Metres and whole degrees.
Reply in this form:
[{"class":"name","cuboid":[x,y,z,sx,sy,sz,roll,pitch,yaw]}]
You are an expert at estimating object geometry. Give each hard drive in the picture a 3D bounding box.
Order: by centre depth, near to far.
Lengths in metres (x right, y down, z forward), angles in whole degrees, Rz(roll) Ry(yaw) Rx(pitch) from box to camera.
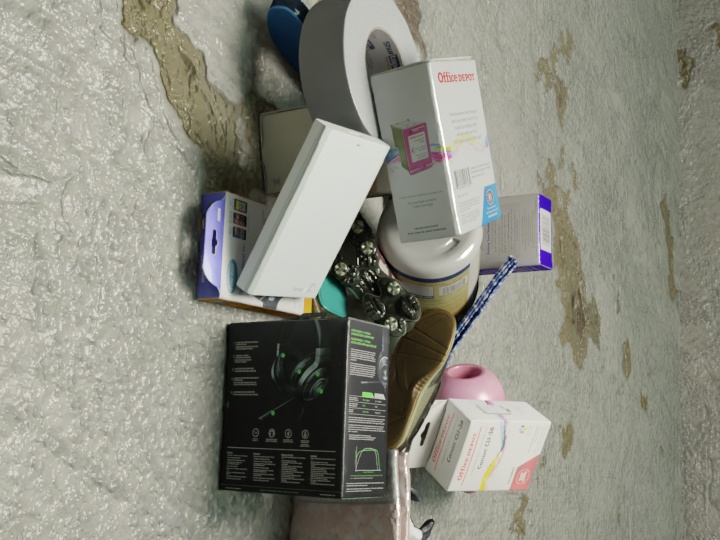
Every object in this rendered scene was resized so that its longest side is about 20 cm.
[{"class":"hard drive","cuboid":[-0.051,-0.064,1.072,0.131,0.026,0.203,5,116,-57]}]

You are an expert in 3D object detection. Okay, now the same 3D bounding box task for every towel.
[{"class":"towel","cuboid":[-0.019,0.305,1.104,0.032,0.198,0.195,13,72,-39]},{"class":"towel","cuboid":[0.166,0.066,1.366,0.202,0.024,0.145,-55,171,5]}]

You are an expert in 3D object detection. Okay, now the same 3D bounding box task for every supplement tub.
[{"class":"supplement tub","cuboid":[0.096,-0.007,1.328,0.201,0.141,0.147,84,20,-57]}]

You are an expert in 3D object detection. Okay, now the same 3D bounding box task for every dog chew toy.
[{"class":"dog chew toy","cuboid":[0.168,0.253,1.496,0.124,0.122,0.205,-30,120,-55]}]

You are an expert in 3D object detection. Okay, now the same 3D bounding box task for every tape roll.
[{"class":"tape roll","cuboid":[0.006,-0.236,1.164,0.199,0.065,0.205,20,67,-56]}]

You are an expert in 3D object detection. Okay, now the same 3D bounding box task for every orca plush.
[{"class":"orca plush","cuboid":[0.040,0.313,1.317,0.199,0.105,0.072,35,22,-40]}]

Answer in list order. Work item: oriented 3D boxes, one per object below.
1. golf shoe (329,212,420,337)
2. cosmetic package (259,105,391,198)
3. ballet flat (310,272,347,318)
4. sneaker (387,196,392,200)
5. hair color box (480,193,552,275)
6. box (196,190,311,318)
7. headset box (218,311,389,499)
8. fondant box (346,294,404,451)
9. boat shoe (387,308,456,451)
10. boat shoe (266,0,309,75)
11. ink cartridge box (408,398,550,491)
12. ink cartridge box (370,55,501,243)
[{"class":"golf shoe","cuboid":[0.000,0.000,1.235,0.202,0.076,0.088,57,-4,3]},{"class":"cosmetic package","cuboid":[-0.035,-0.147,1.226,0.199,0.086,0.106,-6,92,-59]},{"class":"ballet flat","cuboid":[-0.049,0.071,1.199,0.067,0.062,0.203,34,36,-43]},{"class":"sneaker","cuboid":[0.048,-0.177,1.378,0.088,0.074,0.202,-59,134,-43]},{"class":"hair color box","cuboid":[0.199,-0.052,1.494,0.064,0.196,0.112,14,74,-58]},{"class":"box","cuboid":[-0.125,-0.016,1.111,0.199,0.041,0.122,16,73,-55]},{"class":"headset box","cuboid":[-0.062,0.147,1.069,0.092,0.171,0.205,16,72,-56]},{"class":"fondant box","cuboid":[0.015,0.155,1.305,0.145,0.057,0.202,-58,133,-43]},{"class":"boat shoe","cuboid":[0.071,0.147,1.273,0.202,0.072,0.065,-60,154,-13]},{"class":"boat shoe","cuboid":[-0.060,-0.291,1.219,0.070,0.083,0.200,-63,155,-15]},{"class":"ink cartridge box","cuboid":[0.170,0.254,1.387,0.197,0.067,0.119,7,108,-32]},{"class":"ink cartridge box","cuboid":[0.094,-0.148,1.152,0.144,0.083,0.205,-22,104,-59]}]
